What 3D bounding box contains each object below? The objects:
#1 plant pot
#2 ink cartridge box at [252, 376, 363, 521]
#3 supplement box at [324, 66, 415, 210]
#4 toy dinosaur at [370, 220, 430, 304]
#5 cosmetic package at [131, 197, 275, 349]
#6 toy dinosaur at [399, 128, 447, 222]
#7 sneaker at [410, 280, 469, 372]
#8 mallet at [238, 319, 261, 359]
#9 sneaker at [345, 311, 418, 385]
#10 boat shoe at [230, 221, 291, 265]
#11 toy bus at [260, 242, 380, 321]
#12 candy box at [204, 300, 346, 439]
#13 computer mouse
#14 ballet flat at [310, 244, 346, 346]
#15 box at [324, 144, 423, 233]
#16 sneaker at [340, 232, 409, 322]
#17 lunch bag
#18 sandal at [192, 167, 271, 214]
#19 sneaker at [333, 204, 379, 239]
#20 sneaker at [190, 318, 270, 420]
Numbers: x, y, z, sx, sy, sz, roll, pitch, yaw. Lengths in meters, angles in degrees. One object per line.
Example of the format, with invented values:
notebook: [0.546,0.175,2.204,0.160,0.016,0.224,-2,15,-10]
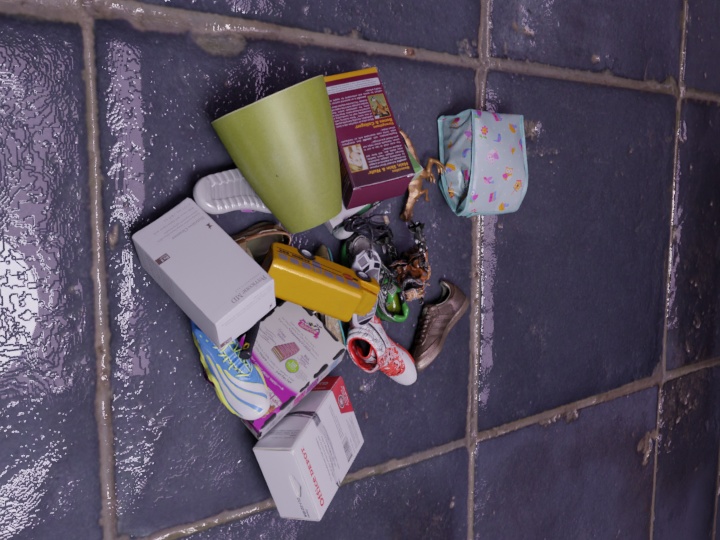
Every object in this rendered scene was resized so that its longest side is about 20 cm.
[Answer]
plant pot: [-0.105,-0.169,1.057,0.186,0.186,0.203,-31,106,-30]
ink cartridge box: [-0.083,0.298,1.165,0.200,0.082,0.147,-50,127,-56]
supplement box: [0.000,-0.217,1.126,0.108,0.086,0.203,-15,76,-15]
toy dinosaur: [0.088,-0.012,1.263,0.101,0.200,0.138,-24,104,-6]
cosmetic package: [-0.227,0.003,0.997,0.113,0.199,0.082,-40,157,-26]
toy dinosaur: [0.107,-0.194,1.309,0.105,0.060,0.204,-12,103,-34]
sneaker: [0.141,0.111,1.383,0.075,0.070,0.201,43,66,-12]
mallet: [-0.151,0.066,1.069,0.065,0.201,0.042,-10,123,2]
sneaker: [0.038,0.167,1.270,0.203,0.066,0.109,56,25,-23]
boat shoe: [-0.196,-0.020,1.094,0.199,0.073,0.077,-36,115,-28]
toy bus: [-0.063,0.023,1.091,0.197,0.079,0.066,22,113,-22]
candy box: [-0.138,0.155,1.127,0.136,0.061,0.199,44,65,12]
computer mouse: [0.000,0.000,1.184,0.109,0.043,0.204,-17,119,-53]
ballet flat: [-0.070,0.059,1.209,0.070,0.070,0.204,-17,106,-34]
box: [-0.010,-0.175,1.176,0.198,0.036,0.145,-33,82,-16]
sneaker: [0.034,0.012,1.266,0.078,0.085,0.201,-45,119,-23]
lunch bag: [0.246,-0.210,1.376,0.168,0.121,0.204,-5,94,-37]
sandal: [-0.190,-0.125,1.100,0.201,0.049,0.084,-5,75,-49]
sneaker: [0.013,-0.140,1.242,0.080,0.076,0.203,37,75,-43]
sneaker: [-0.207,0.130,1.027,0.075,0.200,0.106,-34,152,-15]
